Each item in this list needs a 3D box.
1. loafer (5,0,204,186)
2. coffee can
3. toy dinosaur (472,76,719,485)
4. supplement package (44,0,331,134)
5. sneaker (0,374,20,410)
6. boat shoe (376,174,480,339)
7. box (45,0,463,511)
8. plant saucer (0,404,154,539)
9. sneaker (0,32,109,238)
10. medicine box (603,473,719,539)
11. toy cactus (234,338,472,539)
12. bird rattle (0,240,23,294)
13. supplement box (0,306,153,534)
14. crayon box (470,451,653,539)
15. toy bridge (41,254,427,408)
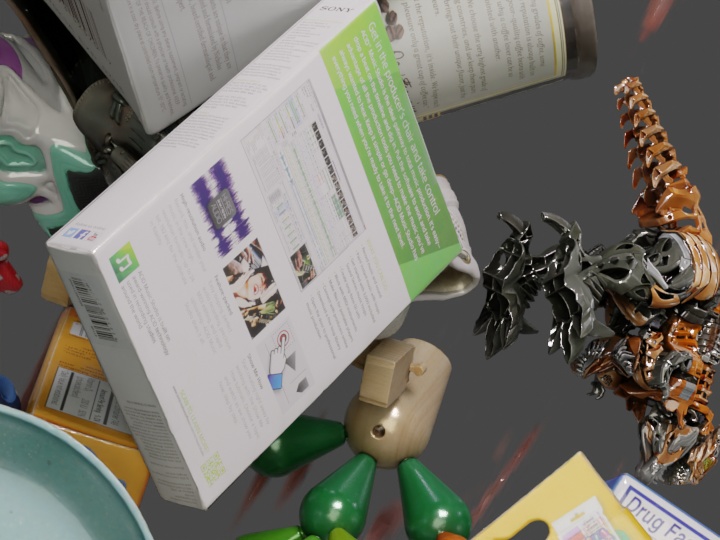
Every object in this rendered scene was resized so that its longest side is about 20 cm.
[{"bbox_3d":[-0.123,-0.084,1.266,0.063,0.072,0.201,-6,52,-33],"label":"loafer"},{"bbox_3d":[0.004,-0.142,1.331,0.199,0.146,0.147,-16,84,-4],"label":"coffee can"},{"bbox_3d":[0.138,0.010,1.359,0.135,0.102,0.201,-2,69,-26],"label":"toy dinosaur"},{"bbox_3d":[-0.054,-0.180,1.207,0.199,0.118,0.117,-33,61,-12],"label":"supplement package"},{"bbox_3d":[-0.227,0.066,1.286,0.074,0.200,0.083,6,74,21],"label":"sneaker"},{"bbox_3d":[0.000,0.000,1.297,0.071,0.200,0.070,-41,75,34],"label":"boat shoe"},{"bbox_3d":[-0.041,-0.011,1.183,0.200,0.036,0.145,-43,128,-32],"label":"box"},{"bbox_3d":[-0.180,0.156,1.147,0.199,0.036,0.201,0,85,0],"label":"plant saucer"},{"bbox_3d":[-0.181,-0.100,1.335,0.200,0.140,0.078,36,122,-25],"label":"sneaker"},{"bbox_3d":[0.148,0.234,1.316,0.182,0.103,0.201,34,83,2],"label":"medicine box"},{"bbox_3d":[0.001,0.113,1.337,0.199,0.102,0.165,20,59,19],"label":"toy cactus"},{"bbox_3d":[-0.272,0.020,1.305,0.199,0.163,0.113,-10,102,6],"label":"bird rattle"},{"bbox_3d":[-0.131,0.079,1.269,0.068,0.200,0.067,19,103,-4],"label":"supplement box"},{"bbox_3d":[0.116,0.202,1.241,0.126,0.052,0.200,-38,87,-5],"label":"crayon box"},{"bbox_3d":[-0.059,0.023,1.346,0.199,0.067,0.027,17,111,14],"label":"toy bridge"}]
